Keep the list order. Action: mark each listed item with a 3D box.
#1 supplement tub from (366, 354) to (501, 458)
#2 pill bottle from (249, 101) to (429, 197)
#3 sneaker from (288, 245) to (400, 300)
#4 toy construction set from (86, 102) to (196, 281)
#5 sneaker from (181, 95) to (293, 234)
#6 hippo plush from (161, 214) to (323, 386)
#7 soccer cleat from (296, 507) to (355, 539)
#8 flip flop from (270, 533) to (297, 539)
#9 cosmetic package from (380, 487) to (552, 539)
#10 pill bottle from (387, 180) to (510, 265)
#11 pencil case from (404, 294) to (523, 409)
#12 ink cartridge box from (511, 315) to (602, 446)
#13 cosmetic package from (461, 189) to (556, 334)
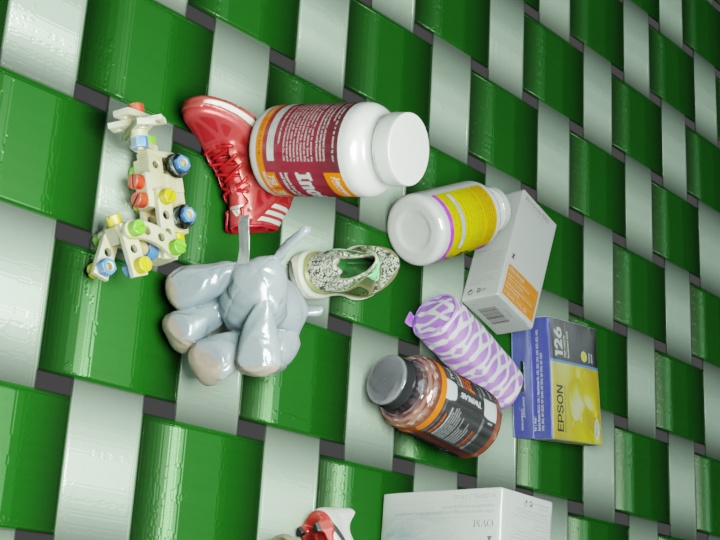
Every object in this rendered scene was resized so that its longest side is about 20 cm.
[{"bbox_3d":[0.098,0.182,1.747,0.200,0.107,0.107,30,59,-41],"label":"supplement tub"},{"bbox_3d":[-0.025,-0.143,1.515,0.113,0.200,0.113,-6,97,-54],"label":"pill bottle"},{"bbox_3d":[0.000,0.000,1.693,0.200,0.088,0.077,-10,88,-50],"label":"sneaker"},{"bbox_3d":[-0.247,-0.086,1.438,0.131,0.092,0.201,3,89,-48],"label":"toy construction set"},{"bbox_3d":[-0.151,-0.118,1.559,0.200,0.078,0.116,38,53,-35],"label":"sneaker"},{"bbox_3d":[-0.138,0.044,1.516,0.161,0.159,0.200,38,65,-75],"label":"hippo plush"},{"bbox_3d":[-0.022,0.393,1.589,0.085,0.069,0.200,-5,80,-45],"label":"soccer cleat"},{"bbox_3d":[-0.111,0.397,1.474,0.058,0.081,0.200,40,49,-41],"label":"flip flop"},{"bbox_3d":[0.133,0.395,1.662,0.123,0.199,0.200,23,64,-44],"label":"cosmetic package"},{"bbox_3d":[0.135,-0.074,1.855,0.200,0.104,0.104,-16,93,-49],"label":"pill bottle"},{"bbox_3d":[0.156,0.120,1.845,0.200,0.085,0.084,50,52,-30],"label":"pencil case"},{"bbox_3d":[0.316,0.177,2.048,0.200,0.047,0.198,15,71,-49],"label":"ink cartridge box"},{"bbox_3d":[0.232,-0.013,1.977,0.101,0.071,0.200,41,52,-35],"label":"cosmetic package"}]
